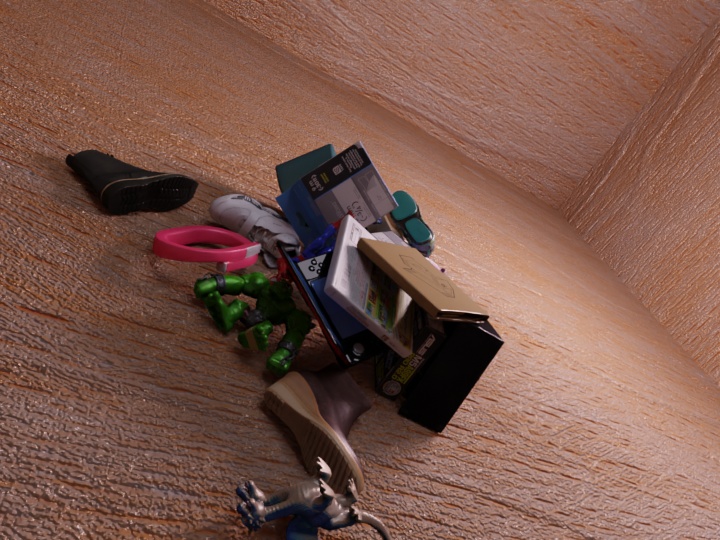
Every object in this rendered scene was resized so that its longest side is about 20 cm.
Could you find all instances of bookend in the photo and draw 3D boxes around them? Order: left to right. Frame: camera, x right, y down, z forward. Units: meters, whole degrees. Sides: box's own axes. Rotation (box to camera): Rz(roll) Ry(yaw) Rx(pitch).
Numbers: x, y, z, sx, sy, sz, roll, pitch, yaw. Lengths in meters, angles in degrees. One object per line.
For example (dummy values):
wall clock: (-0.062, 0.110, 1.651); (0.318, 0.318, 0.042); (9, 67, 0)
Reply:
bookend: (0.142, 0.147, 1.073); (0.092, 0.200, 0.200); (28, 14, -15)

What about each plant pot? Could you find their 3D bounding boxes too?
plant pot: (-0.092, -0.154, 1.261); (0.200, 0.140, 0.142); (-104, 171, -59)

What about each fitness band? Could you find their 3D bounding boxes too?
fitness band: (-0.255, -0.039, 0.987); (0.143, 0.038, 0.200); (16, 14, 18)

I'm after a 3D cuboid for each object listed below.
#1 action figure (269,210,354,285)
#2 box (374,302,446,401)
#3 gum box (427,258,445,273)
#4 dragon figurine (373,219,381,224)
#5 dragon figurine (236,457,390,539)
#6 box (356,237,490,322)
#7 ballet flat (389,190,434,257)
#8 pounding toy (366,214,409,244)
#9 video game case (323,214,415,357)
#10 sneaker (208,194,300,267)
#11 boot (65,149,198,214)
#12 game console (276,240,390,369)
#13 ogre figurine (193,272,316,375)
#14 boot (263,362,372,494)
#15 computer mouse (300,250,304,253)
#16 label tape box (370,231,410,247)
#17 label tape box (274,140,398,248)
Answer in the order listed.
action figure: (-0.082, -0.021, 1.053); (0.065, 0.199, 0.099); (54, 5, -27)
box: (0.083, 0.111, 1.064); (0.044, 0.161, 0.200); (28, 24, -14)
gum box: (0.110, 0.043, 1.277); (0.066, 0.114, 0.200); (39, 24, 10)
dragon figurine: (-0.001, -0.161, 1.231); (0.200, 0.058, 0.100); (52, 24, -65)
dragon figurine: (-0.053, 0.284, 0.677); (0.200, 0.099, 0.059); (44, 13, -32)
box: (0.105, 0.016, 0.975); (0.163, 0.021, 0.200); (8, 28, -49)
ballet flat: (0.115, -0.101, 1.330); (0.074, 0.074, 0.201); (19, 33, -32)
pounding toy: (0.040, -0.055, 1.373); (0.184, 0.142, 0.201); (34, 22, -40)
video game case: (0.024, 0.022, 0.980); (0.182, 0.023, 0.201); (41, 32, -22)
sneaker: (-0.194, -0.075, 1.139); (0.199, 0.075, 0.115); (21, 25, -37)
boot: (-0.404, -0.173, 1.053); (0.138, 0.078, 0.200); (39, 23, 19)
game console: (-0.032, 0.040, 0.930); (0.171, 0.119, 0.201); (-19, 68, -33)
ogre figurine: (-0.158, 0.065, 0.920); (0.199, 0.099, 0.120); (22, 33, 28)
boot: (-0.027, 0.213, 0.840); (0.200, 0.073, 0.166); (44, 27, 25)
computer mouse: (-0.090, -0.036, 1.267); (0.058, 0.034, 0.200); (22, 29, 14)
label tape box: (0.000, 0.000, 1.155); (0.063, 0.145, 0.200); (44, 25, 18)
label tape box: (-0.048, -0.131, 1.123); (0.145, 0.199, 0.063); (58, 3, -6)
